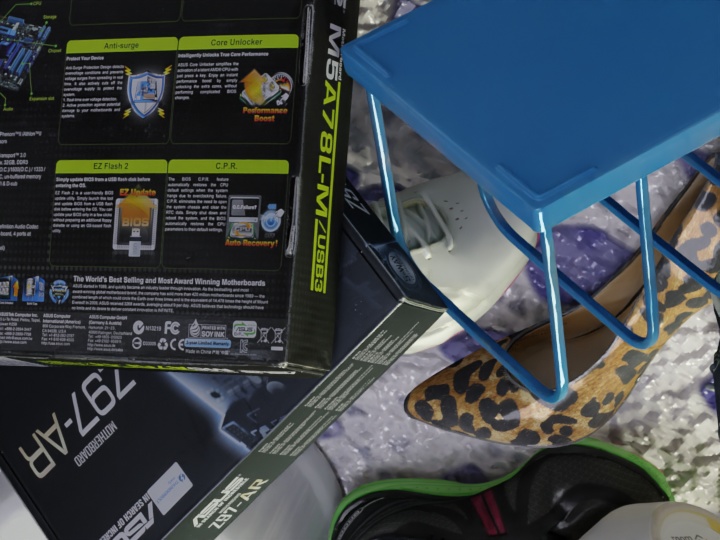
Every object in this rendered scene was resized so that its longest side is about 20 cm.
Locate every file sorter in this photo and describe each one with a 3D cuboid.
[{"bbox_3d":[0.118,-0.058,1.073,0.139,0.200,0.123,43,154,42],"label":"file sorter"}]

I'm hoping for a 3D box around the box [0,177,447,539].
[{"bbox_3d":[-0.082,0.024,1.127,0.200,0.043,0.160,-44,66,16],"label":"box"}]

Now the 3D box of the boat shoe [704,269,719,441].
[{"bbox_3d":[0.182,0.043,1.093,0.074,0.200,0.062,12,110,4],"label":"boat shoe"}]

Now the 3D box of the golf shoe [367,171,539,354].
[{"bbox_3d":[0.000,0.000,1.200,0.075,0.200,0.092,55,166,26],"label":"golf shoe"}]

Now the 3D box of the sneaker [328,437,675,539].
[{"bbox_3d":[0.073,0.145,1.342,0.199,0.084,0.077,-16,121,26],"label":"sneaker"}]

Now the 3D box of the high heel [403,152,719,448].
[{"bbox_3d":[0.107,0.010,1.228,0.199,0.072,0.143,-11,131,7],"label":"high heel"}]

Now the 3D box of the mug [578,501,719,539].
[{"bbox_3d":[0.138,0.187,1.286,0.149,0.187,0.153,32,119,-7],"label":"mug"}]

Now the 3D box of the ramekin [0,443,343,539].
[{"bbox_3d":[-0.115,0.154,1.408,0.200,0.098,0.201,10,130,12],"label":"ramekin"}]

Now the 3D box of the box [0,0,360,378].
[{"bbox_3d":[-0.099,-0.055,1.096,0.199,0.194,0.047,0,171,28],"label":"box"}]
